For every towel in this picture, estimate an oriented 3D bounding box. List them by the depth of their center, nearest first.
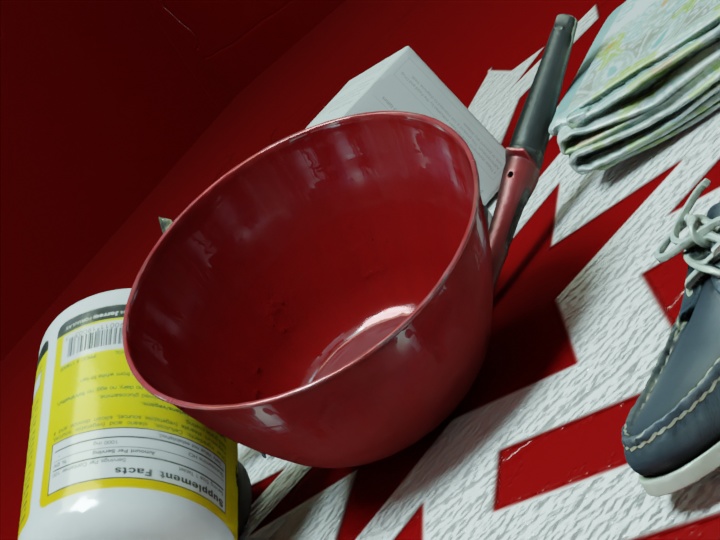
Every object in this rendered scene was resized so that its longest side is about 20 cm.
[{"bbox_3d":[0.201,-0.145,0.969,0.171,0.048,0.200,-32,17,39],"label":"towel"}]

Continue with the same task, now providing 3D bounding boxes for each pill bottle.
[{"bbox_3d":[-0.120,0.116,0.884,0.112,0.112,0.200,-38,37,31],"label":"pill bottle"}]

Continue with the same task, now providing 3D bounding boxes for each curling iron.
[{"bbox_3d":[0.082,-0.060,0.967,0.026,0.049,0.200,82,-148,-77],"label":"curling iron"}]

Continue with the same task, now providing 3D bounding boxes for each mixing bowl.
[{"bbox_3d":[-0.010,0.026,0.859,0.200,0.109,0.200,-20,38,16],"label":"mixing bowl"}]

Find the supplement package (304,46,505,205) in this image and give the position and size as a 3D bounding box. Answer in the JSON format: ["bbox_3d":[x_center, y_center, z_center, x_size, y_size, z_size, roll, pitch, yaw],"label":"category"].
[{"bbox_3d":[-0.011,-0.035,1.150,0.200,0.117,0.117,-48,12,-19],"label":"supplement package"}]

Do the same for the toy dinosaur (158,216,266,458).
[{"bbox_3d":[-0.095,0.071,1.074,0.047,0.088,0.201,-47,-37,-70],"label":"toy dinosaur"}]

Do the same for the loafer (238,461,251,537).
[{"bbox_3d":[-0.125,0.161,0.958,0.073,0.071,0.200,-37,13,34],"label":"loafer"}]

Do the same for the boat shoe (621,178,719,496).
[{"bbox_3d":[0.148,-0.008,0.608,0.200,0.062,0.075,-49,14,-18],"label":"boat shoe"}]

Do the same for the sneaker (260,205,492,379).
[{"bbox_3d":[0.000,0.000,0.988,0.078,0.112,0.200,-31,17,49],"label":"sneaker"}]
